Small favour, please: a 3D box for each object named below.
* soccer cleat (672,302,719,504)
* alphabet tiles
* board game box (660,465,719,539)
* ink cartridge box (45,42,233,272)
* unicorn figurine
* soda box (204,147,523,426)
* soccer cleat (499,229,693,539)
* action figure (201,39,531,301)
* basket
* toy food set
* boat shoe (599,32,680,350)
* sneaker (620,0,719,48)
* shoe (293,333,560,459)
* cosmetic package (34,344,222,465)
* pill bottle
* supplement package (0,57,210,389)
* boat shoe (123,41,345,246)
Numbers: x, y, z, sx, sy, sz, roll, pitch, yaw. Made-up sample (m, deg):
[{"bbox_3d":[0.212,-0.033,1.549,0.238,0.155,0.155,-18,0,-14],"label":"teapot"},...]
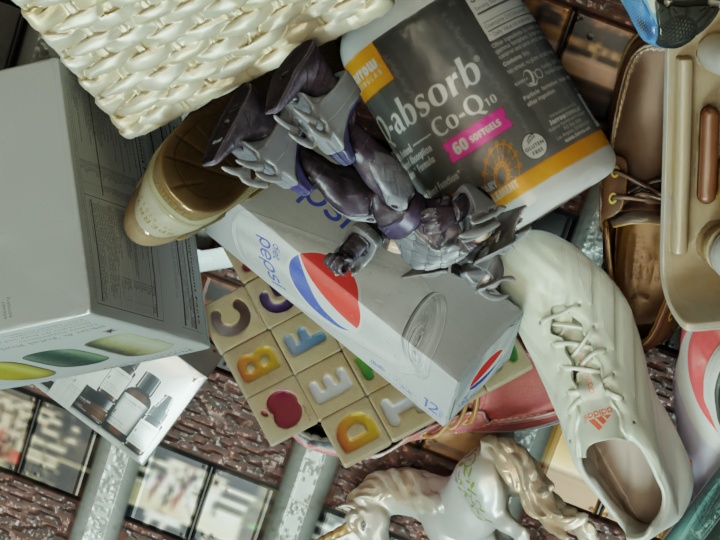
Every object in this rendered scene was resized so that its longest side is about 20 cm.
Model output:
[{"bbox_3d":[0.226,0.102,1.773,0.068,0.073,0.201,-18,132,-17],"label":"soccer cleat"},{"bbox_3d":[0.009,0.020,1.756,0.199,0.006,0.167,-27,73,-7],"label":"alphabet tiles"},{"bbox_3d":[0.265,0.150,1.761,0.135,0.028,0.200,18,116,-38],"label":"board game box"},{"bbox_3d":[-0.098,-0.098,1.797,0.161,0.057,0.201,-9,126,14],"label":"ink cartridge box"},{"bbox_3d":[0.069,0.161,1.815,0.137,0.074,0.200,44,131,3],"label":"unicorn figurine"},{"bbox_3d":[0.000,0.000,1.721,0.200,0.068,0.064,40,154,14],"label":"soda box"},{"bbox_3d":[0.141,0.069,1.706,0.069,0.078,0.201,-25,100,28],"label":"soccer cleat"},{"bbox_3d":[0.011,-0.039,1.611,0.200,0.070,0.130,37,140,-24],"label":"action figure"},{"bbox_3d":[-0.099,-0.215,1.597,0.199,0.161,0.198,-25,131,17],"label":"basket"},{"bbox_3d":[0.255,-0.068,1.683,0.142,0.060,0.202,-6,109,-17],"label":"toy food set"},{"bbox_3d":[0.181,-0.046,1.732,0.071,0.068,0.202,6,109,12],"label":"boat shoe"},{"bbox_3d":[0.147,-0.197,1.653,0.078,0.201,0.090,10,133,-34],"label":"sneaker"},{"bbox_3d":[0.053,0.081,1.788,0.198,0.091,0.072,-1,108,12],"label":"shoe"},{"bbox_3d":[-0.194,0.031,1.845,0.199,0.051,0.083,36,110,-2],"label":"cosmetic package"},{"bbox_3d":[0.058,-0.118,1.701,0.116,0.116,0.201,-33,88,19],"label":"pill bottle"},{"bbox_3d":[-0.199,-0.022,1.686,0.151,0.200,0.152,-11,80,15],"label":"supplement package"},{"bbox_3d":[-0.073,-0.080,1.677,0.071,0.200,0.064,51,134,0],"label":"boat shoe"}]
